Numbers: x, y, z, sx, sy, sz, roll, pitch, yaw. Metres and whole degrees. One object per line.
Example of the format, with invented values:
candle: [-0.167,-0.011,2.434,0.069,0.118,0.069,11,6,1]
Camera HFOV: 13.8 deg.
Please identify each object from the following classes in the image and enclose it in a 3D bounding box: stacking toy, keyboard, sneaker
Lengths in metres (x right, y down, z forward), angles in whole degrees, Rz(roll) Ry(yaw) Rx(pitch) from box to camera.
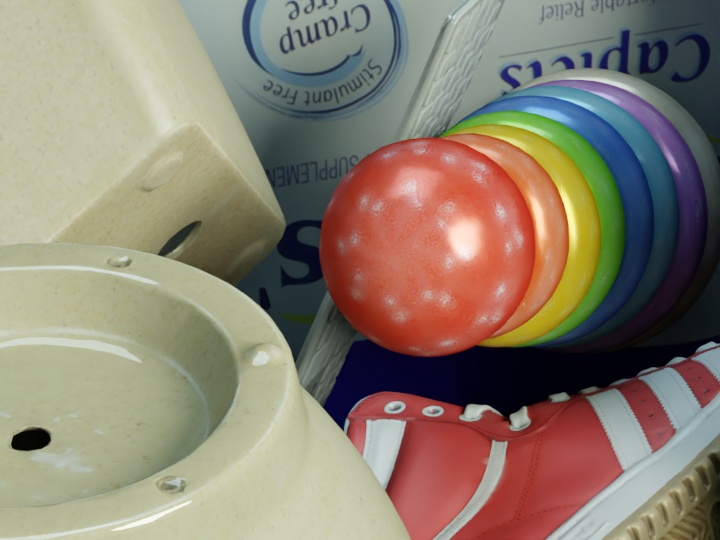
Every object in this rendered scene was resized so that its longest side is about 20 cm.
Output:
stacking toy: [0.042,-0.012,0.808,0.085,0.086,0.200,-5,2,17]
keyboard: [0.000,0.000,0.868,0.011,0.201,0.056,26,31,4]
sneaker: [0.069,0.055,0.824,0.112,0.072,0.200,12,33,42]

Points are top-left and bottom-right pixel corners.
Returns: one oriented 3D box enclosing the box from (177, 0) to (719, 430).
box: [0.042,-0.061,0.959,0.183,0.201,0.105,-9,19,7]

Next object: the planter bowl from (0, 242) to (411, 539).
planter bowl: [-0.071,0.078,0.678,0.199,0.136,0.201,0,31,0]

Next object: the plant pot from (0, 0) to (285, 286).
plant pot: [-0.134,-0.043,0.819,0.200,0.177,0.200,-42,-16,-1]
